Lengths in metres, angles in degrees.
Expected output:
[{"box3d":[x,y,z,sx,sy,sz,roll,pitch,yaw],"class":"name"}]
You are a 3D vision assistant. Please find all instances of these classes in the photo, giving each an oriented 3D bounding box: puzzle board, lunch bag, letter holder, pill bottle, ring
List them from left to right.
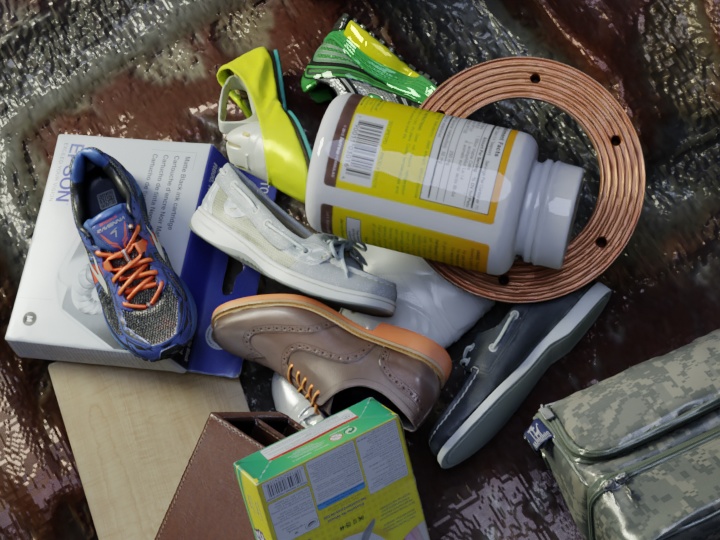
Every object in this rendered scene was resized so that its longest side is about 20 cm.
[{"box3d":[-0.159,0.141,1.338,0.149,0.017,0.202,-21,69,-1],"class":"puzzle board"},{"box3d":[-0.073,0.226,1.199,0.141,0.100,0.202,29,100,27],"class":"letter holder"},{"box3d":[0.065,-0.062,1.236,0.197,0.109,0.111,14,72,9],"class":"pill bottle"},{"box3d":[0.126,-0.072,1.297,0.197,0.019,0.203,-1,78,5],"class":"ring"},{"box3d":[0.241,0.141,1.218,0.198,0.140,0.169,-25,50,-3],"class":"lunch bag"}]

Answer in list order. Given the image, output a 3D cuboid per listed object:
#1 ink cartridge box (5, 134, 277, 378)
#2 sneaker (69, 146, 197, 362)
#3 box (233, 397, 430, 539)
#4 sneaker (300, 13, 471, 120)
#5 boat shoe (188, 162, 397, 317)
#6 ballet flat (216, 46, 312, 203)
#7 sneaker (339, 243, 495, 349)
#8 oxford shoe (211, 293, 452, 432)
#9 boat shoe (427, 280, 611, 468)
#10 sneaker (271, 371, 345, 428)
[{"box3d":[-0.181,-0.016,1.373,0.197,0.041,0.202,4,66,11],"class":"ink cartridge box"},{"box3d":[-0.193,-0.014,1.308,0.075,0.079,0.201,-28,64,-4],"class":"sneaker"},{"box3d":[-0.007,0.204,1.153,0.116,0.202,0.048,-23,23,-20],"class":"box"},{"box3d":[0.033,-0.127,1.383,0.200,0.078,0.085,40,90,26],"class":"sneaker"},{"box3d":[-0.050,-0.021,1.293,0.201,0.074,0.065,27,93,34],"class":"boat shoe"},{"box3d":[-0.083,-0.117,1.364,0.066,0.067,0.201,-11,41,-7],"class":"ballet flat"},{"box3d":[0.000,0.000,1.334,0.200,0.074,0.116,41,78,19],"class":"sneaker"},{"box3d":[-0.033,0.072,1.264,0.198,0.072,0.073,12,55,19],"class":"oxford shoe"},{"box3d":[0.115,0.070,1.294,0.060,0.076,0.200,39,68,19],"class":"boat shoe"},{"box3d":[-0.013,0.146,1.279,0.076,0.081,0.201,-30,67,-2],"class":"sneaker"}]
